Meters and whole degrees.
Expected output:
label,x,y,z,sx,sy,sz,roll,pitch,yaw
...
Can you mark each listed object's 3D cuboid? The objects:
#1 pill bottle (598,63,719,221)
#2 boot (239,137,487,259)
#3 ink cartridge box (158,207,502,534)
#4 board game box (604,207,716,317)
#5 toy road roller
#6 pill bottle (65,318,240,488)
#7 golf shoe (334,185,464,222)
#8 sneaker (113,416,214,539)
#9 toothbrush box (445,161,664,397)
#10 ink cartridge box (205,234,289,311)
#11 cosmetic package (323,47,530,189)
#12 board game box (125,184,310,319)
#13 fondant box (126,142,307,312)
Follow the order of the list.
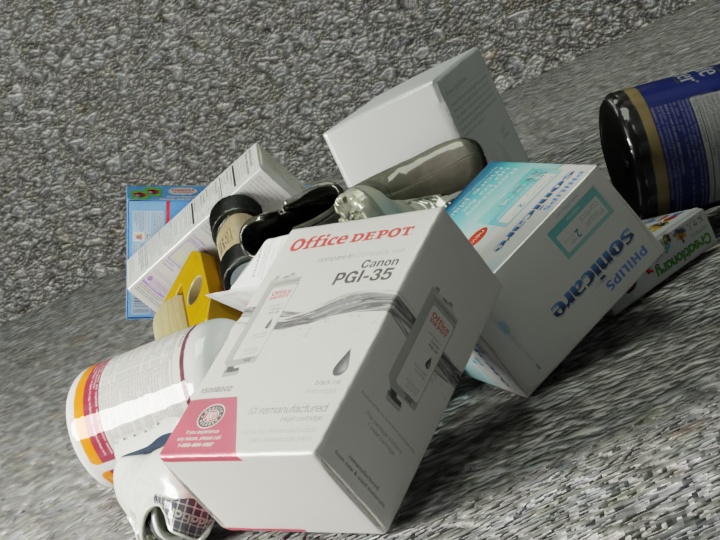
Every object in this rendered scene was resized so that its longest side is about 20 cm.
label,x,y,z,sx,sy,sz,roll,pitch,yaw
pill bottle,0.303,-0.113,1.409,0.198,0.113,0.112,-15,8,-3
boot,0.005,-0.052,1.446,0.199,0.068,0.130,-30,-17,18
ink cartridge box,-0.017,0.063,1.107,0.146,0.083,0.201,-7,43,42
board game box,0.172,0.004,1.382,0.126,0.035,0.199,-32,10,-31
toy road roller,-0.108,0.038,1.755,0.201,0.145,0.123,-55,28,22
pill bottle,-0.136,0.104,1.427,0.199,0.110,0.110,-21,9,27
golf shoe,0.050,-0.039,1.408,0.097,0.078,0.200,-50,-31,1
sneaker,-0.139,0.161,1.218,0.076,0.081,0.200,13,-20,-13
toothbrush box,0.108,0.001,1.263,0.146,0.085,0.200,-45,16,-8
ink cartridge box,-0.023,0.026,1.437,0.200,0.161,0.058,2,69,67
cosmetic package,0.080,-0.080,1.604,0.122,0.202,0.199,-22,8,20
board game box,-0.154,-0.019,1.875,0.198,0.153,0.037,0,32,-9
fondant box,-0.128,-0.015,1.825,0.200,0.144,0.058,-40,29,17
